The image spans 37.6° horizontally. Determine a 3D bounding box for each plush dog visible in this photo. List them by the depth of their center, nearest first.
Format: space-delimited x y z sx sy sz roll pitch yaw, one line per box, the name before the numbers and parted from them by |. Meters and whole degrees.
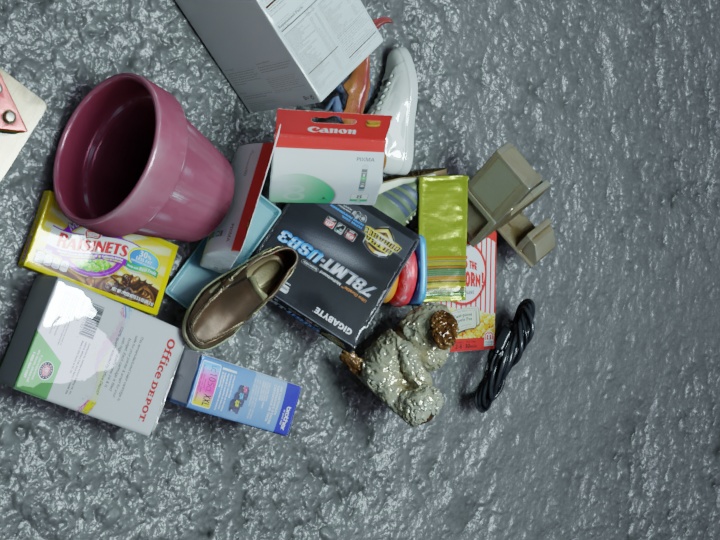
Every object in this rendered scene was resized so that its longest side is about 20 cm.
plush dog | 0.076 0.121 1.612 0.160 0.200 0.172 43 85 -7

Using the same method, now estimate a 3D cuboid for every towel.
towel | 0.131 -0.049 1.675 0.084 0.018 0.204 -4 105 -18

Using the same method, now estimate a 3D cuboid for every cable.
cable | 0.247 0.148 1.776 0.050 0.163 0.202 29 73 1

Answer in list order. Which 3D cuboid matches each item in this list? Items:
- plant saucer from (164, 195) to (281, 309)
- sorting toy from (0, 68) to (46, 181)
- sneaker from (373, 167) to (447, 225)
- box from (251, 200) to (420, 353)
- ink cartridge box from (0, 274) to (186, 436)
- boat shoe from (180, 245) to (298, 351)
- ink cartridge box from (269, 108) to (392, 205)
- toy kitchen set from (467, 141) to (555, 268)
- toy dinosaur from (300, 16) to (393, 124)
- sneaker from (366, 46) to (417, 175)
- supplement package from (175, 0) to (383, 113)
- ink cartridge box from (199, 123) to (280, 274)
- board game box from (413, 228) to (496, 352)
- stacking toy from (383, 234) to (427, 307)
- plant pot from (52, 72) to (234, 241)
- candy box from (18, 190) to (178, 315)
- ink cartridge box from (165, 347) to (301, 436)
plant saucer | -0.194 -0.027 1.504 0.070 0.019 0.201 36 70 -7
sorting toy | -0.495 -0.177 1.254 0.198 0.069 0.202 38 70 -32
sneaker | 0.056 -0.102 1.673 0.198 0.067 0.092 -16 104 -31
box | -0.043 -0.016 1.554 0.198 0.050 0.200 33 70 2
ink cartridge box | -0.344 0.111 1.370 0.198 0.083 0.147 27 76 -34
boat shoe | -0.159 0.028 1.427 0.075 0.074 0.203 50 55 -11
ink cartridge box | -0.044 -0.152 1.466 0.158 0.200 0.051 2 71 -7
toy kitchen set | 0.282 -0.120 1.724 0.164 0.181 0.199 49 51 7
toy dinosaur | -0.026 -0.248 1.559 0.103 0.201 0.184 8 55 -21
sneaker | 0.040 -0.254 1.648 0.083 0.073 0.204 4 82 -21
supplement package | -0.113 -0.347 1.454 0.147 0.190 0.201 -47 118 -25
ink cartridge box | -0.163 -0.097 1.414 0.047 0.200 0.163 18 72 -9
board game box | 0.157 0.032 1.763 0.150 0.046 0.204 -2 93 -37
stacking toy | 0.000 0.000 1.623 0.197 0.116 0.112 1 89 -25
plant pot | -0.266 -0.125 1.365 0.178 0.198 0.203 27 76 -51
candy box | -0.343 -0.021 1.402 0.198 0.026 0.104 24 74 -35
ink cartridge box | -0.176 0.168 1.466 0.198 0.136 0.078 21 82 -35
